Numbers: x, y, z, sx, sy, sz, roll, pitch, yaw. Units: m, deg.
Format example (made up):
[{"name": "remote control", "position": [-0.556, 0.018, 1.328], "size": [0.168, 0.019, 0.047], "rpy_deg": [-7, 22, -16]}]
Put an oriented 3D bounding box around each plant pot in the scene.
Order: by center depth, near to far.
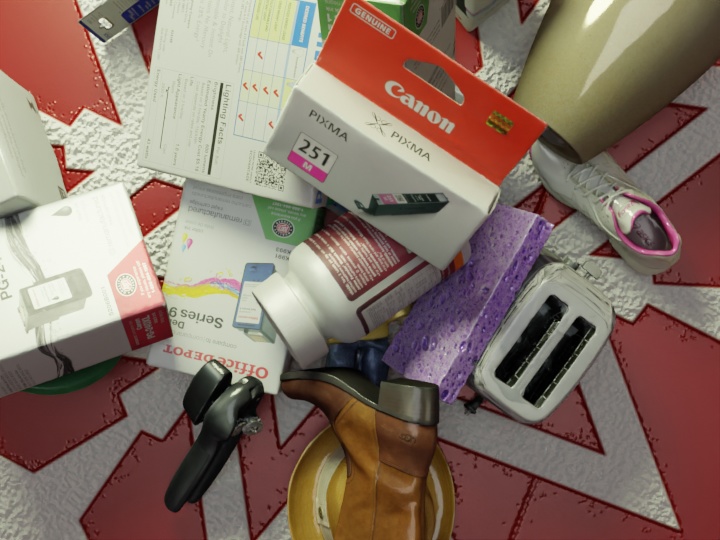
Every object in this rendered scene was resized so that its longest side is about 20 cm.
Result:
[{"name": "plant pot", "position": [0.245, -0.213, 1.034], "size": [0.187, 0.187, 0.201], "rpy_deg": [39, 92, 2]}]

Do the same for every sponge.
[{"name": "sponge", "position": [0.104, 0.025, 1.032], "size": [0.030, 0.111, 0.201], "rpy_deg": [30, 90, -29]}]

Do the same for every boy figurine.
[{"name": "boy figurine", "position": [0.002, 0.046, 1.098], "size": [0.123, 0.064, 0.203], "rpy_deg": [1, 93, -7]}]

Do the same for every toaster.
[{"name": "toaster", "position": [0.168, 0.072, 1.054], "size": [0.113, 0.129, 0.201], "rpy_deg": [38, 91, -7]}]

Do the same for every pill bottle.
[{"name": "pill bottle", "position": [0.000, 0.000, 1.008], "size": [0.199, 0.110, 0.110], "rpy_deg": [-34, 88, -8]}]

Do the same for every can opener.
[{"name": "can opener", "position": [-0.153, 0.178, 1.075], "size": [0.079, 0.063, 0.201], "rpy_deg": [47, 130, 30]}]

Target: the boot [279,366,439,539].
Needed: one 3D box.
[{"name": "boot", "position": [-0.008, 0.199, 1.006], "size": [0.186, 0.068, 0.202], "rpy_deg": [6, 93, 28]}]

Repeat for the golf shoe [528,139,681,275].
[{"name": "golf shoe", "position": [0.259, -0.079, 1.079], "size": [0.200, 0.092, 0.075], "rpy_deg": [42, 92, 4]}]

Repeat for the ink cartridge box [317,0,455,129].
[{"name": "ink cartridge box", "position": [0.030, -0.193, 0.946], "size": [0.083, 0.201, 0.147], "rpy_deg": [13, 45, 17]}]

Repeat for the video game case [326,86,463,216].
[{"name": "video game case", "position": [0.042, -0.123, 1.094], "size": [0.199, 0.023, 0.183], "rpy_deg": [31, 110, 2]}]

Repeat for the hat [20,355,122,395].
[{"name": "hat", "position": [-0.362, 0.081, 1.136], "size": [0.198, 0.176, 0.167], "rpy_deg": [12, 61, -15]}]

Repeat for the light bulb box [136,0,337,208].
[{"name": "light bulb box", "position": [-0.097, -0.180, 1.037], "size": [0.198, 0.125, 0.200], "rpy_deg": [15, 102, 18]}]

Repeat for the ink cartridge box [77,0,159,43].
[{"name": "ink cartridge box", "position": [-0.211, -0.319, 1.097], "size": [0.199, 0.095, 0.037], "rpy_deg": [-37, 88, 1]}]

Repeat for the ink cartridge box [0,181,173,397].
[{"name": "ink cartridge box", "position": [-0.300, 0.020, 1.009], "size": [0.198, 0.084, 0.146], "rpy_deg": [-19, 69, -13]}]

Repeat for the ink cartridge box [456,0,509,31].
[{"name": "ink cartridge box", "position": [0.100, -0.336, 1.033], "size": [0.085, 0.200, 0.148], "rpy_deg": [-38, 88, 2]}]

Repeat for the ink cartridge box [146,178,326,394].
[{"name": "ink cartridge box", "position": [-0.129, 0.016, 1.095], "size": [0.144, 0.088, 0.202], "rpy_deg": [13, 93, 2]}]

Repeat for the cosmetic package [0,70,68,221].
[{"name": "cosmetic package", "position": [-0.428, -0.095, 1.060], "size": [0.198, 0.165, 0.166], "rpy_deg": [-23, 81, 2]}]

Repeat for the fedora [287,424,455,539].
[{"name": "fedora", "position": [0.021, 0.245, 1.066], "size": [0.198, 0.082, 0.203], "rpy_deg": [1, 85, -16]}]

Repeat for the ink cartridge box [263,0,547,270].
[{"name": "ink cartridge box", "position": [0.032, -0.110, 0.883], "size": [0.199, 0.174, 0.044], "rpy_deg": [33, 51, -2]}]
